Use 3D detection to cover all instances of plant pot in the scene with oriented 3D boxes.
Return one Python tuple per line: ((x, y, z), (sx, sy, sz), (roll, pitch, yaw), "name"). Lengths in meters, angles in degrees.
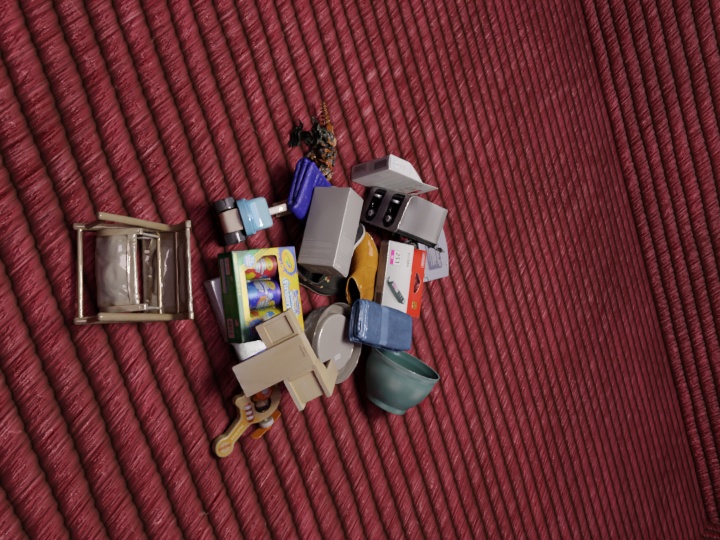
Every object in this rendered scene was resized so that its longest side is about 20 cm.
((0.092, 0.297, 1.557), (0.199, 0.200, 0.135), (23, 96, -37), "plant pot")

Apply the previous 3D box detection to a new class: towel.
((0.053, 0.145, 1.517), (0.199, 0.048, 0.113), (20, 70, -39), "towel")
((-0.109, -0.176, 1.473), (0.200, 0.049, 0.149), (41, 55, -58), "towel")

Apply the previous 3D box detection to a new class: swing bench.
((-0.443, 0.002, 1.151), (0.199, 0.129, 0.201), (3, 81, -47), "swing bench")

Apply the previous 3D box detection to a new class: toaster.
((0.127, -0.147, 1.626), (0.199, 0.180, 0.120), (17, 96, -38), "toaster")

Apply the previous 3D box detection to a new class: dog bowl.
((-0.077, 0.180, 1.467), (0.199, 0.058, 0.202), (-5, 96, -53), "dog bowl")

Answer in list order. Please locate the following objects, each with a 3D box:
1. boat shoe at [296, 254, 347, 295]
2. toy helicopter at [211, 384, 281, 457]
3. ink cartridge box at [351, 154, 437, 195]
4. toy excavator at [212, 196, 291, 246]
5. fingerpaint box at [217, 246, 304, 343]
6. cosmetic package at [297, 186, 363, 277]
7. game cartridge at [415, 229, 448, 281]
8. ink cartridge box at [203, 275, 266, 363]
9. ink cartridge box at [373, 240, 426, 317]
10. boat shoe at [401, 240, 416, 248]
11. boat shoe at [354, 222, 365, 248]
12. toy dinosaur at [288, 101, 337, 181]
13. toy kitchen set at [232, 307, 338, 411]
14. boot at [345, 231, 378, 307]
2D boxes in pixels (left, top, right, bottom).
((-0.105, 0.014, 1.490), (0.201, 0.063, 0.074), (23, 65, -39), "boat shoe")
((-0.254, 0.338, 1.320), (0.200, 0.079, 0.133), (-51, 126, -22), "toy helicopter")
((0.098, -0.261, 1.643), (0.199, 0.159, 0.048), (13, 77, -40), "ink cartridge box")
((-0.234, -0.129, 1.360), (0.198, 0.194, 0.101), (-17, 95, -13), "toy excavator")
((-0.222, 0.052, 1.316), (0.166, 0.073, 0.202), (-6, 90, -41), "fingerpaint box")
((-0.071, -0.096, 1.405), (0.090, 0.106, 0.202), (39, 62, -59), "cosmetic package")
((0.214, -0.072, 1.803), (0.132, 0.041, 0.202), (-11, 91, -38), "game cartridge")
((-0.245, 0.085, 1.368), (0.199, 0.040, 0.202), (-25, 101, -40), "ink cartridge box")
((0.122, 0.029, 1.621), (0.172, 0.043, 0.202), (9, 86, -35), "ink cartridge box")
((0.119, -0.013, 1.695), (0.069, 0.056, 0.201), (50, 55, -24), "boat shoe")
((-0.045, -0.081, 1.527), (0.061, 0.073, 0.201), (58, 37, -25), "boat shoe")
((-0.110, -0.338, 1.536), (0.135, 0.102, 0.202), (13, 57, -55), "toy dinosaur")
((-0.172, 0.199, 1.296), (0.201, 0.162, 0.180), (64, 5, -4), "toy kitchen set")
((-0.001, 0.001, 1.546), (0.144, 0.070, 0.203), (-24, 109, -70), "boot")
